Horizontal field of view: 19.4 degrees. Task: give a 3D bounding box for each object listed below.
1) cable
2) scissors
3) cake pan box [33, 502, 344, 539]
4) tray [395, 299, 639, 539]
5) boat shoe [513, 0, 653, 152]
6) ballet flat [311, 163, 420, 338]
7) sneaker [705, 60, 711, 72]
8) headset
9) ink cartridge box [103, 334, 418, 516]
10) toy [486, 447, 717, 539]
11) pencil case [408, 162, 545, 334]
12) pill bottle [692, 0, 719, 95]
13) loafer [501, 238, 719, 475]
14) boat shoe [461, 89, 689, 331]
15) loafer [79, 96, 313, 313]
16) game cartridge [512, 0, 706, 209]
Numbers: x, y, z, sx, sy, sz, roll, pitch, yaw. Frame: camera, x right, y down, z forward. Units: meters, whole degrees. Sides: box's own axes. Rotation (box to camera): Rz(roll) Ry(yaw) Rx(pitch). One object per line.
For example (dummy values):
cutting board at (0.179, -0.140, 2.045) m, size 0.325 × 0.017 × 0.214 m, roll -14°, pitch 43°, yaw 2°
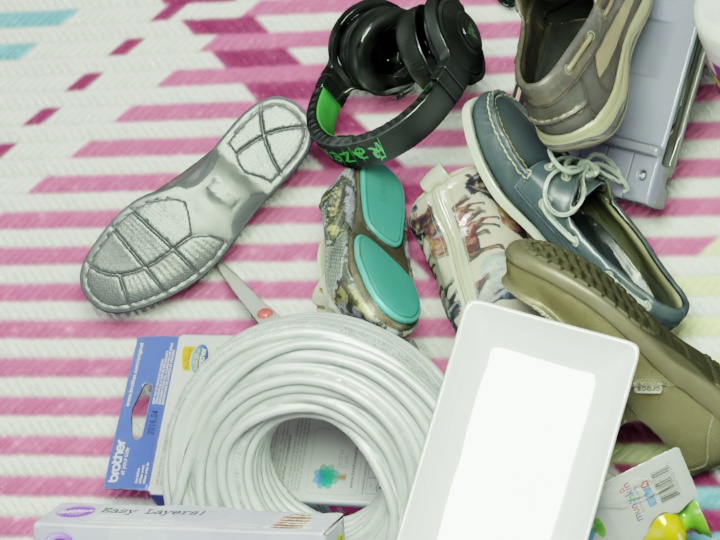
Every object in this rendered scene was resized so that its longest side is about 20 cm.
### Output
cable at (-0.024, 0.126, 1.296) m, size 0.198 × 0.069 × 0.201 m, roll 10°, pitch 107°, yaw 13°
scissors at (-0.063, 0.038, 1.402) m, size 0.073 × 0.014 × 0.200 m, roll -32°, pitch 41°, yaw -28°
cake pan box at (-0.103, 0.237, 1.274) m, size 0.198 × 0.052 × 0.186 m, roll 1°, pitch 96°, yaw 17°
tray at (0.085, 0.125, 1.219) m, size 0.107 × 0.022 × 0.201 m, roll 15°, pitch 80°, yaw 11°
boat shoe at (0.139, -0.170, 1.333) m, size 0.074 × 0.073 × 0.201 m, roll -14°, pitch 49°, yaw 28°
ballet flat at (0.000, 0.000, 1.386) m, size 0.072 × 0.072 × 0.201 m, roll -16°, pitch 30°, yaw 8°
sneaker at (0.221, -0.168, 1.433) m, size 0.130 × 0.080 × 0.201 m, roll -6°, pitch 52°, yaw 12°
headset at (0.044, -0.147, 1.461) m, size 0.123 × 0.094 × 0.201 m, roll 3°, pitch 56°, yaw 47°
ink cartridge box at (-0.063, 0.103, 1.393) m, size 0.198 × 0.042 × 0.120 m, roll 2°, pitch 62°, yaw 14°
toy at (0.115, 0.181, 1.271) m, size 0.199 × 0.116 × 0.047 m, roll -24°, pitch 31°, yaw 5°
pencil case at (0.087, 0.028, 1.359) m, size 0.077 × 0.089 × 0.201 m, roll -25°, pitch 58°, yaw 17°
pill bottle at (0.283, -0.101, 1.297) m, size 0.112 × 0.201 × 0.113 m, roll -18°, pitch 37°, yaw 14°
loafer at (0.160, 0.057, 1.292) m, size 0.200 × 0.076 × 0.068 m, roll 38°, pitch 104°, yaw -3°
boat shoe at (0.138, -0.039, 1.355) m, size 0.062 × 0.075 × 0.201 m, roll -42°, pitch 73°, yaw 42°
loafer at (-0.111, -0.041, 1.483) m, size 0.200 × 0.063 × 0.072 m, roll -42°, pitch 90°, yaw -3°
game cartridge at (0.170, -0.152, 1.404) m, size 0.129 × 0.038 × 0.201 m, roll 17°, pitch 94°, yaw 34°
